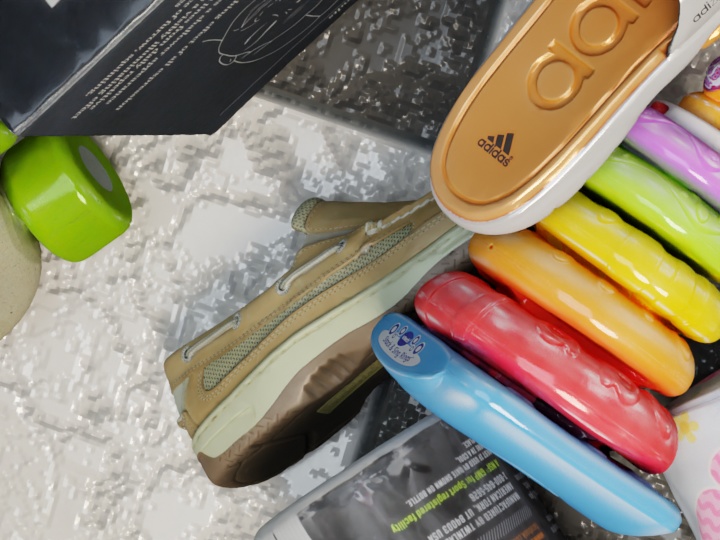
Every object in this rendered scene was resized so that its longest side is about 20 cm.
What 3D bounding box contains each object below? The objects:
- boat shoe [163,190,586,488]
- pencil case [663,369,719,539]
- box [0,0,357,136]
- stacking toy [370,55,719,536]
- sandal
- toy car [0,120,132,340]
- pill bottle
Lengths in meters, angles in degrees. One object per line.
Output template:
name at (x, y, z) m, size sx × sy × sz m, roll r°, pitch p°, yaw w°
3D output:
boat shoe at (0.000, 0.000, 0.961) m, size 0.200 × 0.072 × 0.076 m, roll -37°, pitch 68°, yaw 13°
pencil case at (0.181, 0.123, 0.905) m, size 0.090 × 0.083 × 0.201 m, roll -26°, pitch 86°, yaw 22°
box at (-0.067, -0.135, 0.898) m, size 0.148 × 0.200 × 0.107 m, roll -41°, pitch 81°, yaw 14°
stacking toy at (0.104, -0.018, 0.871) m, size 0.110 × 0.116 × 0.200 m, roll 34°, pitch 91°, yaw -19°
sandal at (0.088, -0.103, 0.823) m, size 0.079 × 0.059 × 0.207 m, roll 38°, pitch 93°, yaw 35°
toy car at (-0.216, -0.066, 1.003) m, size 0.164 × 0.158 × 0.201 m, roll -34°, pitch 56°, yaw 12°
pill bottle at (0.053, 0.158, 0.932) m, size 0.106 × 0.106 × 0.201 m, roll -34°, pitch 84°, yaw 15°
